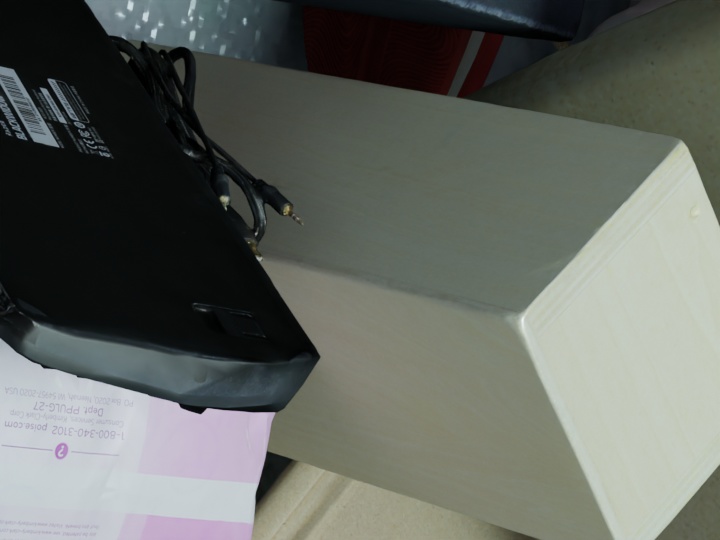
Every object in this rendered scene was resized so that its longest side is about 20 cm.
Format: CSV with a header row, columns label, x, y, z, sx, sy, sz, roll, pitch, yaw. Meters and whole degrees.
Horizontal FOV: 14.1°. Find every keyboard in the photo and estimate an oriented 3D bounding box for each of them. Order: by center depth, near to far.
label,x,y,z,sx,sy,sz,roll,pitch,yaw
keyboard,-0.069,-0.019,0.646,0.104,0.200,0.040,12,117,-31

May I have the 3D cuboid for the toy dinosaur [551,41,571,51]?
label,x,y,z,sx,sy,sz,roll,pitch,yaw
toy dinosaur,0.085,0.041,0.829,0.106,0.060,0.201,10,93,-44

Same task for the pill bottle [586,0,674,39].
label,x,y,z,sx,sy,sz,roll,pitch,yaw
pill bottle,0.159,-0.074,0.909,0.199,0.109,0.110,-27,117,-37

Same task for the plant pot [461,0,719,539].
label,x,y,z,sx,sy,sz,roll,pitch,yaw
plant pot,0.165,-0.011,0.718,0.199,0.177,0.201,-25,84,-30

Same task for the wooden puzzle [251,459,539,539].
label,x,y,z,sx,sy,sz,roll,pitch,yaw
wooden puzzle,0.026,0.139,0.772,0.185,0.037,0.200,44,64,-7

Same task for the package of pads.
label,x,y,z,sx,sy,sz,roll,pitch,yaw
package of pads,-0.126,0.027,0.647,0.199,0.120,0.076,9,99,-45

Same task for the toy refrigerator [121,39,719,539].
label,x,y,z,sx,sy,sz,roll,pitch,yaw
toy refrigerator,0.000,0.000,0.709,0.070,0.199,0.076,-45,126,-27

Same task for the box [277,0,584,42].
label,x,y,z,sx,sy,sz,roll,pitch,yaw
box,-0.032,-0.172,0.692,0.199,0.124,0.198,11,90,-45

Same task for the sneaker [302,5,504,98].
label,x,y,z,sx,sy,sz,roll,pitch,yaw
sneaker,0.059,-0.119,0.826,0.115,0.078,0.201,18,88,-43
